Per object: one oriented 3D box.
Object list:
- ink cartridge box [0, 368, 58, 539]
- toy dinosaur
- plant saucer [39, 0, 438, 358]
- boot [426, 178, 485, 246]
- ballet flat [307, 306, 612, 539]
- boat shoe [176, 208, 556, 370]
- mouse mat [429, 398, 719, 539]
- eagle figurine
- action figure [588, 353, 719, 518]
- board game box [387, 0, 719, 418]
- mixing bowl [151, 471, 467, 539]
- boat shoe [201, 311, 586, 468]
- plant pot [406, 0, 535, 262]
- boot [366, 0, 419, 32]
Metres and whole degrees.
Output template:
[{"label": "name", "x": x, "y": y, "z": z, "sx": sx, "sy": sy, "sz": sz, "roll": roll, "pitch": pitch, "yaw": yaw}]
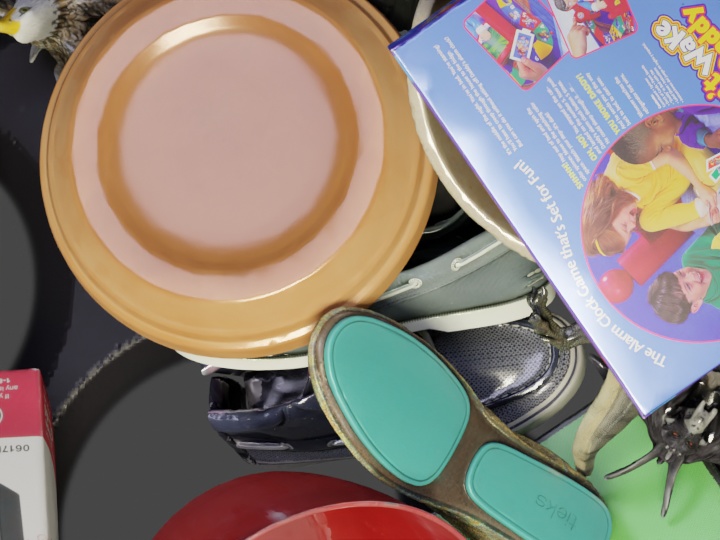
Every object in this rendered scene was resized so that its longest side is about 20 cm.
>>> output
[{"label": "ink cartridge box", "x": -0.229, "y": 0.157, "z": 1.372, "sx": 0.147, "sy": 0.086, "sz": 0.200, "roll": -4, "pitch": 51, "yaw": -5}, {"label": "toy dinosaur", "x": 0.129, "y": 0.028, "z": 1.261, "sx": 0.088, "sy": 0.048, "sz": 0.200, "roll": 31, "pitch": 130, "yaw": -13}, {"label": "plant saucer", "x": -0.062, "y": -0.058, "z": 1.294, "sx": 0.200, "sy": 0.037, "sz": 0.201, "roll": -2, "pitch": 80, "yaw": 9}, {"label": "boot", "x": -0.004, "y": -0.026, "z": 1.395, "sx": 0.150, "sy": 0.073, "sz": 0.200, "roll": 8, "pitch": 118, "yaw": -11}, {"label": "ballet flat", "x": 0.039, "y": 0.088, "z": 1.314, "sx": 0.071, "sy": 0.200, "sz": 0.071, "roll": -42, "pitch": 25, "yaw": 25}, {"label": "boat shoe", "x": 0.000, "y": 0.000, "z": 1.331, "sx": 0.199, "sy": 0.062, "sz": 0.073, "roll": -10, "pitch": 31, "yaw": -9}, {"label": "mouse mat", "x": 0.107, "y": 0.168, "z": 1.360, "sx": 0.200, "sy": 0.008, "sz": 0.161, "roll": -35, "pitch": 68, "yaw": 7}, {"label": "eagle figurine", "x": -0.143, "y": -0.129, "z": 1.428, "sx": 0.200, "sy": 0.152, "sz": 0.151, "roll": 27, "pitch": 51, "yaw": 16}, {"label": "action figure", "x": 0.192, "y": 0.028, "z": 1.320, "sx": 0.119, "sy": 0.102, "sz": 0.200, "roll": 32, "pitch": 84, "yaw": 7}, {"label": "board game box", "x": 0.123, "y": -0.056, "z": 1.182, "sx": 0.134, "sy": 0.045, "sz": 0.200, "roll": -34, "pitch": 97, "yaw": 3}, {"label": "mixing bowl", "x": -0.043, "y": 0.176, "z": 1.320, "sx": 0.200, "sy": 0.200, "sz": 0.108, "roll": -47, "pitch": 38, "yaw": 1}, {"label": "boat shoe", "x": 0.013, "y": 0.057, "z": 1.371, "sx": 0.199, "sy": 0.093, "sz": 0.075, "roll": -15, "pitch": 72, "yaw": 13}, {"label": "plant pot", "x": 0.140, "y": -0.123, "z": 1.312, "sx": 0.200, "sy": 0.184, "sz": 0.201, "roll": 6, "pitch": 116, "yaw": 13}, {"label": "boot", "x": -0.009, "y": -0.222, "z": 1.364, "sx": 0.211, "sy": 0.079, "sz": 0.158, "roll": 30, "pitch": 60, "yaw": 10}]
